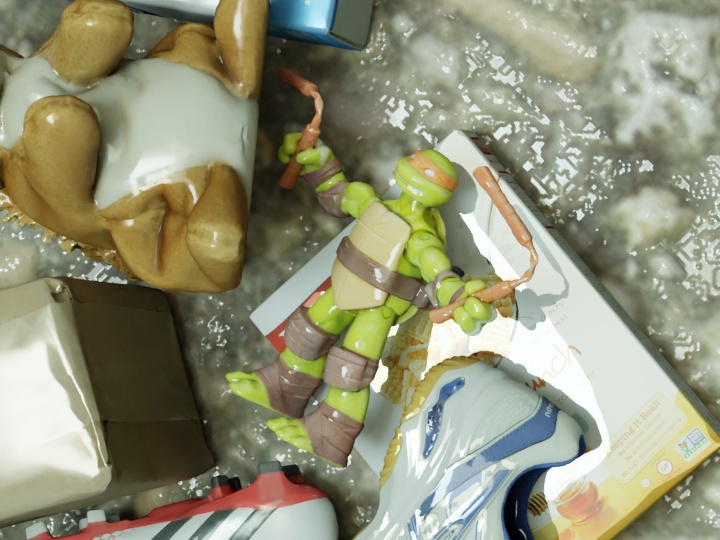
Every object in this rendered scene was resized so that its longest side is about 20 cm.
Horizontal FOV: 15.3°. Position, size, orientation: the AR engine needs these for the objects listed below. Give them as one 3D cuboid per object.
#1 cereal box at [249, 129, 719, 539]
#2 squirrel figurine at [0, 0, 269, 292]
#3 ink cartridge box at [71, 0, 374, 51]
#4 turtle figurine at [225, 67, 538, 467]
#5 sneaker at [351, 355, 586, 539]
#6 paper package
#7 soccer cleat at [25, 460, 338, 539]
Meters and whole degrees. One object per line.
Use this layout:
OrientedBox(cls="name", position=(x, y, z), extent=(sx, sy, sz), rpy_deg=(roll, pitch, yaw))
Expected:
OrientedBox(cls="cereal box", position=(0.061, 0.051, 1.301), extent=(0.144, 0.040, 0.200), rpy_deg=(-42, 82, 11))
OrientedBox(cls="squirrel figurine", position=(-0.143, -0.055, 1.264), extent=(0.186, 0.200, 0.142), rpy_deg=(5, 74, -2))
OrientedBox(cls="ink cartridge box", position=(-0.088, -0.197, 1.311), extent=(0.199, 0.084, 0.146), rpy_deg=(11, 93, 13))
OrientedBox(cls="turtle figurine", position=(0.000, 0.000, 1.263), extent=(0.200, 0.064, 0.162), rpy_deg=(39, 104, 39))
OrientedBox(cls="sneaker", position=(0.038, 0.144, 1.252), extent=(0.088, 0.075, 0.201), rpy_deg=(25, 100, 14))
OrientedBox(cls="paper package", position=(-0.193, 0.077, 1.284), extent=(0.199, 0.191, 0.104), rpy_deg=(-16, 84, 11))
OrientedBox(cls="soccer cleat", position=(-0.102, 0.156, 1.320), extent=(0.199, 0.069, 0.085), rpy_deg=(-17, 77, 15))
